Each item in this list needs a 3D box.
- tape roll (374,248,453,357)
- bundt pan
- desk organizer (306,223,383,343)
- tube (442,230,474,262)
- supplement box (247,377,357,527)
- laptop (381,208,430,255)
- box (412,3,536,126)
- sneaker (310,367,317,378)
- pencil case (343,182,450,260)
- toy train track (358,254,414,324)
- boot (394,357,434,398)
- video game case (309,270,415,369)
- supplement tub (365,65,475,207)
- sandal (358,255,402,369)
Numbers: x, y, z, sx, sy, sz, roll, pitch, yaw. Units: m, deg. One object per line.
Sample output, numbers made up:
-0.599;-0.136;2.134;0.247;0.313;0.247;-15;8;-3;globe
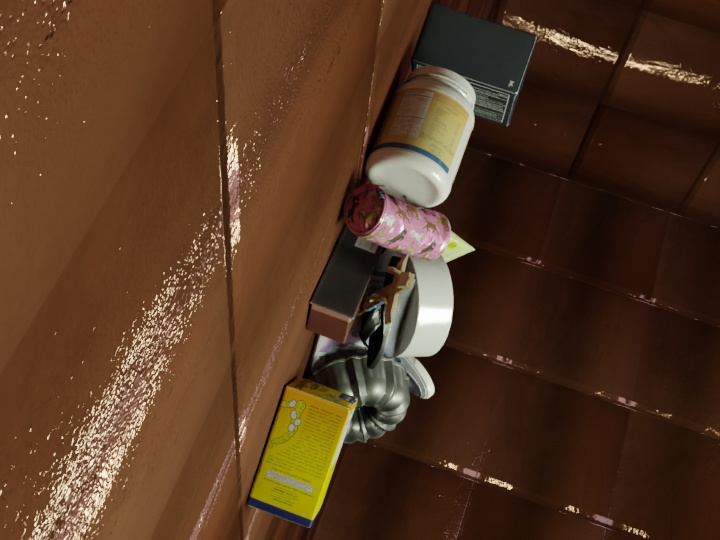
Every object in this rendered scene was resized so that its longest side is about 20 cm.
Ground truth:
0.089;0.055;1.803;0.202;0.071;0.203;-179;-90;-67;tape roll
-0.004;0.237;1.771;0.202;0.202;0.076;103;-20;-44;bundt pan
-0.019;0.012;1.603;0.077;0.072;0.200;105;6;-51;desk organizer
0.124;-0.079;1.875;0.052;0.200;0.058;-53;-149;-2;tube
-0.091;0.287;1.601;0.109;0.109;0.200;-14;123;-83;supplement box
0.087;-0.053;1.979;0.200;0.103;0.177;-28;153;-25;laptop
0.207;-0.378;1.855;0.198;0.200;0.123;68;42;-82;box
-0.014;0.121;1.792;0.077;0.111;0.200;4;104;-84;sneaker
0.062;-0.075;1.581;0.200;0.083;0.087;19;103;-50;pencil case
0.028;0.035;1.595;0.200;0.032;0.115;-34;-142;63;toy train track
0.042;0.180;1.862;0.090;0.200;0.073;-29;147;-30;boot
0.002;0.090;1.729;0.019;0.143;0.200;-112;-147;-57;video game case
0.103;-0.220;1.648;0.145;0.144;0.200;97;13;-64;supplement tub
0.027;0.068;1.673;0.075;0.048;0.201;-113;-146;-68;sandal
